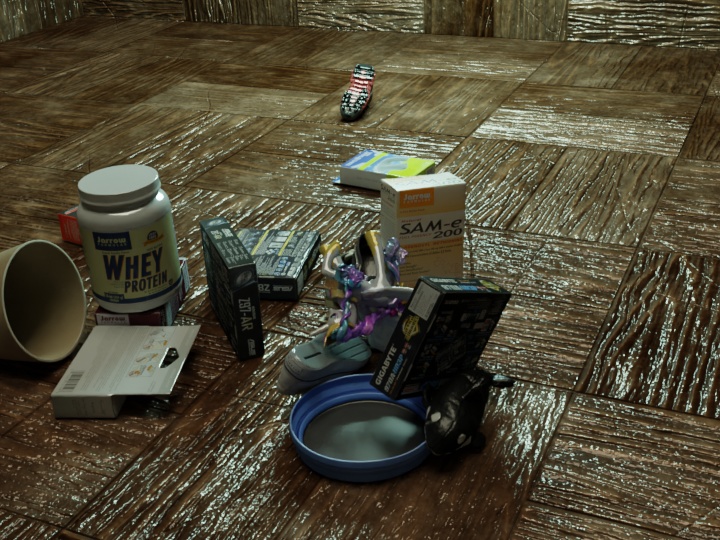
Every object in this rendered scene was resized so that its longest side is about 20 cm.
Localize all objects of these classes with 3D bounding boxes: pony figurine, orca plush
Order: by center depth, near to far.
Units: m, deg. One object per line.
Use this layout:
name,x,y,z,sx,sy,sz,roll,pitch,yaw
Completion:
orca plush,0.153,0.168,1.256,0.200,0.071,0.105,-16,66,-50
pony figurine,0.022,0.039,1.417,0.192,0.167,0.201,5,49,-7

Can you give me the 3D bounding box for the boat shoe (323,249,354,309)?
boat shoe,0.000,0.000,1.646,0.074,0.069,0.200,3,20,23

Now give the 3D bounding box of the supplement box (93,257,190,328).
supplement box,-0.359,0.048,1.608,0.108,0.061,0.200,-1,26,5

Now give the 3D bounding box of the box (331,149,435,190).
box,0.049,-0.216,2.108,0.199,0.048,0.122,13,30,28

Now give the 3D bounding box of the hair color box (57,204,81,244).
hair color box,-0.484,-0.084,1.886,0.199,0.061,0.101,14,30,29

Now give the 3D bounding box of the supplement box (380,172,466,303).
supplement box,0.102,-0.054,1.595,0.126,0.201,0.074,-9,24,-19

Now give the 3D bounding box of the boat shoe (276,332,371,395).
boat shoe,-0.059,0.133,1.390,0.074,0.067,0.200,47,23,21

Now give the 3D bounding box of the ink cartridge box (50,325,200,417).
ink cartridge box,-0.340,0.146,1.430,0.173,0.044,0.200,0,26,5

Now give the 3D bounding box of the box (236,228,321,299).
box,-0.168,-0.015,1.728,0.161,0.049,0.200,3,27,9

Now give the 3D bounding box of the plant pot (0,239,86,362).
plant pot,-0.568,0.059,1.508,0.199,0.188,0.187,-8,23,23

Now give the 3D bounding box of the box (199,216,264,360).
box,-0.205,0.024,1.528,0.043,0.161,0.200,-12,27,-18

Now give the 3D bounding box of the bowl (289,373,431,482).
bowl,0.006,0.207,1.275,0.200,0.040,0.201,-2,27,1

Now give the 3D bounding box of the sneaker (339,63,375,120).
sneaker,-0.008,-0.460,2.580,0.071,0.098,0.201,13,52,5

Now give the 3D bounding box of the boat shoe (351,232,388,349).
boat shoe,0.009,0.029,1.523,0.072,0.063,0.201,-5,54,9

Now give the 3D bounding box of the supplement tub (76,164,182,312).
supplement tub,-0.364,-0.051,1.514,0.144,0.201,0.145,-3,27,2

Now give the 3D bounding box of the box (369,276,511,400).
box,0.112,0.088,1.288,0.046,0.159,0.200,33,17,30

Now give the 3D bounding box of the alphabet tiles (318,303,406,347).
alphabet tiles,0.042,0.080,1.561,0.199,0.006,0.166,11,30,26
